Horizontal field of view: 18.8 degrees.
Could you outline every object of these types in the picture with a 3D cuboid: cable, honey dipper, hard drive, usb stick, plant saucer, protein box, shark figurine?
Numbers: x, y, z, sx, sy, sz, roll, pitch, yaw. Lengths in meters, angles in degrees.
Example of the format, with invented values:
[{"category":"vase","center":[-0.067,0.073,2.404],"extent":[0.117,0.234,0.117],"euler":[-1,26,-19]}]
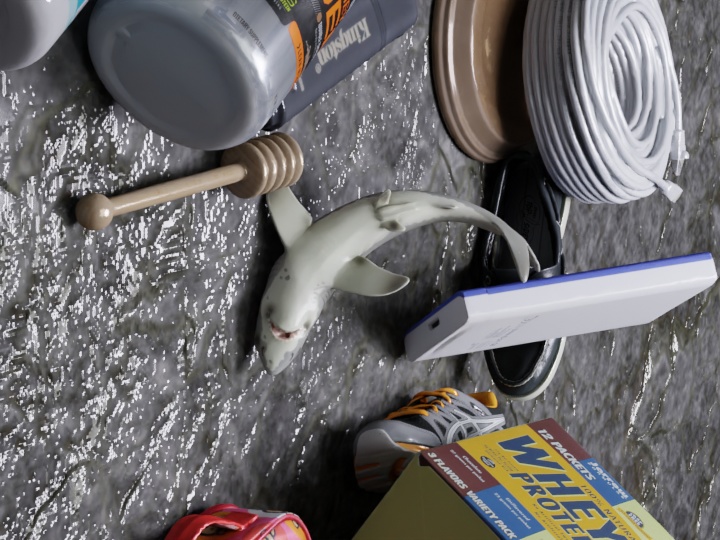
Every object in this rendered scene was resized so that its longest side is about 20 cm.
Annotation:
[{"category":"cable","center":[0.192,-0.153,1.731],"extent":[0.200,0.069,0.201],"euler":[3,83,-61]},{"category":"honey dipper","center":[-0.107,-0.051,1.358],"extent":[0.200,0.038,0.038],"euler":[-22,114,-53]},{"category":"hard drive","center":[0.146,0.027,1.611],"extent":[0.199,0.132,0.025],"euler":[-9,77,-20]},{"category":"usb stick","center":[-0.020,-0.155,1.485],"extent":[0.200,0.032,0.056],"euler":[-42,130,-48]},{"category":"plant saucer","center":[0.115,-0.184,1.709],"extent":[0.200,0.029,0.201],"euler":[-13,105,-57]},{"category":"protein box","center":[0.081,0.230,1.537],"extent":[0.199,0.135,0.200],"euler":[-54,157,22]},{"category":"shark figurine","center":[0.012,-0.018,1.500],"extent":[0.090,0.214,0.129],"euler":[122,-51,-75]}]

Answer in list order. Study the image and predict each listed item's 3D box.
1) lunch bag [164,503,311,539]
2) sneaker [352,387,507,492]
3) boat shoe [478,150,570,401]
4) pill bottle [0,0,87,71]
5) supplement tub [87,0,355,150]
[{"category":"lunch bag","center":[-0.099,0.239,1.374],"extent":[0.200,0.082,0.177],"euler":[-37,125,-50]},{"category":"sneaker","center":[0.052,0.124,1.626],"extent":[0.200,0.078,0.078],"euler":[15,65,-60]},{"category":"boat shoe","center":[0.125,-0.001,1.708],"extent":[0.066,0.074,0.200],"euler":[40,58,-60]},{"category":"pill bottle","center":[-0.165,-0.207,1.159],"extent":[0.200,0.110,0.111],"euler":[-59,141,-36]},{"category":"supplement tub","center":[-0.067,-0.177,1.315],"extent":[0.200,0.122,0.123],"euler":[-58,140,-36]}]
